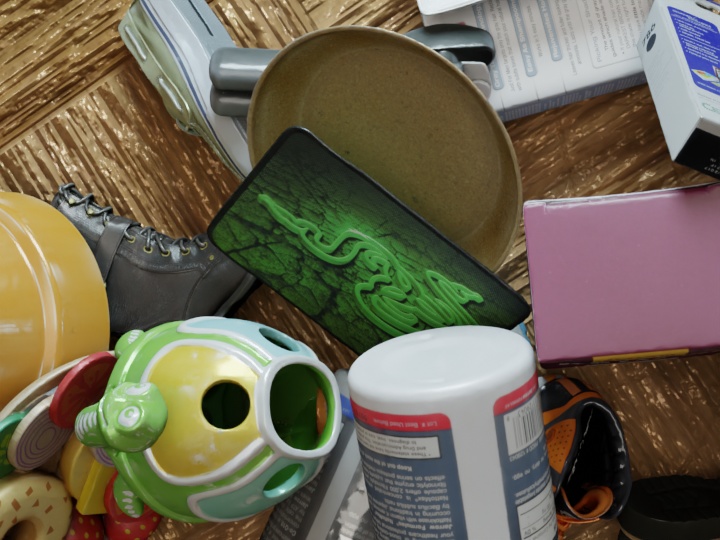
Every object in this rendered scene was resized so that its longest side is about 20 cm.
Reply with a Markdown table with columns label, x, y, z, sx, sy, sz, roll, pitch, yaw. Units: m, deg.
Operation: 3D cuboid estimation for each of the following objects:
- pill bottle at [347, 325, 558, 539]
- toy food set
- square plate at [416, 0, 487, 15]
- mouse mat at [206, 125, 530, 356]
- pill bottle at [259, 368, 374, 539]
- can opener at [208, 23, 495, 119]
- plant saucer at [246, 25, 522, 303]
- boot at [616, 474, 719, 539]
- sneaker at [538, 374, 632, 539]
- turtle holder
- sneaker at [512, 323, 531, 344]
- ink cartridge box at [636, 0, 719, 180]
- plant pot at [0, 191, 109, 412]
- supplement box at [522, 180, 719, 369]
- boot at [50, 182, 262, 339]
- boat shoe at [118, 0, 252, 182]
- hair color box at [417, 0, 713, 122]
| label | x | y | z | sx | sy | sz | roll | pitch | yaw |
| --- | --- | --- | --- | --- | --- | --- | --- | --- | --- |
| pill bottle | 0.064 | 0.148 | 0.873 | 0.119 | 0.120 | 0.201 | -7 | 105 | 7 |
| toy food set | -0.197 | 0.143 | 0.971 | 0.049 | 0.199 | 0.199 | 34 | 108 | 37 |
| square plate | 0.123 | -0.279 | 0.978 | 0.197 | 0.028 | 0.201 | -14 | 61 | 8 |
| mouse mat | 0.000 | 0.000 | 0.922 | 0.200 | 0.161 | 0.008 | 36 | 51 | -8 |
| pill bottle | -0.007 | 0.183 | 0.980 | 0.113 | 0.114 | 0.201 | 25 | 93 | 7 |
| can opener | -0.005 | -0.134 | 0.947 | 0.199 | 0.053 | 0.067 | -2 | 51 | -5 |
| plant saucer | 0.019 | -0.072 | 0.897 | 0.199 | 0.035 | 0.201 | 16 | 127 | 22 |
| boot | 0.270 | 0.218 | 0.976 | 0.199 | 0.078 | 0.139 | 3 | 114 | -7 |
| sneaker | 0.122 | 0.174 | 0.956 | 0.077 | 0.112 | 0.201 | 17 | 93 | -17 |
| turtle holder | -0.098 | 0.088 | 0.898 | 0.131 | 0.185 | 0.142 | -11 | 51 | 37 |
| sneaker | 0.048 | 0.011 | 0.989 | 0.075 | 0.087 | 0.200 | -42 | 86 | 4 |
| ink cartridge box | 0.235 | -0.116 | 0.876 | 0.099 | 0.200 | 0.039 | 20 | 125 | -10 |
| plant pot | -0.311 | 0.043 | 0.957 | 0.199 | 0.183 | 0.202 | 1 | 92 | 29 |
| supplement box | 0.178 | 0.010 | 0.911 | 0.130 | 0.200 | 0.104 | -5 | 84 | 9 |
| boot | -0.155 | -0.018 | 1.024 | 0.173 | 0.069 | 0.201 | 28 | 95 | 6 |
| boat shoe | -0.114 | -0.133 | 1.014 | 0.062 | 0.072 | 0.201 | -44 | 63 | 28 |
| hair color box | 0.149 | -0.174 | 0.989 | 0.199 | 0.061 | 0.100 | -15 | 87 | 7 |
